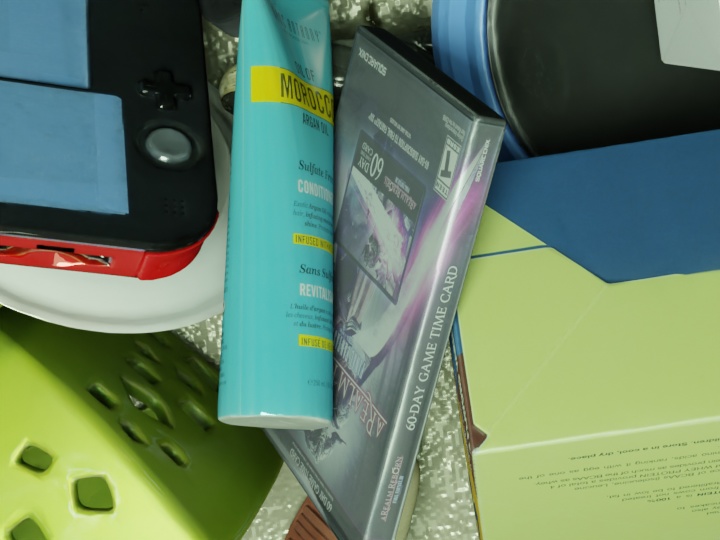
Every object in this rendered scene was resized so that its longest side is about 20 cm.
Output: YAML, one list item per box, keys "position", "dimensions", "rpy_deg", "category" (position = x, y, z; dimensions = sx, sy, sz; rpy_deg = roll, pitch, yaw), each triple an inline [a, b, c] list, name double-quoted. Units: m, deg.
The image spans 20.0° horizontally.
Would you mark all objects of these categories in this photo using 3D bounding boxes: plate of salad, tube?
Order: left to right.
- position: [-0.131, -0.043, 0.940]
  dimensions: [0.198, 0.201, 0.048]
  rpy_deg: [23, 133, -5]
  category: "plate of salad"
- position: [-0.035, -0.032, 0.904]
  dimensions: [0.050, 0.077, 0.202]
  rpy_deg: [-3, 80, 20]
  category: "tube"

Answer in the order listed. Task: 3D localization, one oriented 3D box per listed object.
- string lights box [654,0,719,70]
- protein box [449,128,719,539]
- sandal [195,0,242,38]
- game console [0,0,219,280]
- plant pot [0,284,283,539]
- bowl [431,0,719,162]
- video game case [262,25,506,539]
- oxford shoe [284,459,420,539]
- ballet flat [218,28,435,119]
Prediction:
- position: [0.228, -0.162, 0.925]
  dimensions: [0.198, 0.059, 0.104]
  rpy_deg: [-15, 105, -20]
  category: "string lights box"
- position: [0.141, 0.047, 0.926]
  dimensions: [0.196, 0.201, 0.136]
  rpy_deg: [-8, 62, 2]
  category: "protein box"
- position: [-0.002, -0.179, 0.935]
  dimensions: [0.200, 0.076, 0.043]
  rpy_deg: [-38, 137, 19]
  category: "sandal"
- position: [-0.163, -0.077, 0.894]
  dimensions: [0.198, 0.178, 0.031]
  rpy_deg: [7, 140, -16]
  category: "game console"
- position: [-0.174, 0.096, 0.969]
  dimensions: [0.199, 0.199, 0.182]
  rpy_deg: [-38, 94, 11]
  category: "plant pot"
- position: [0.130, -0.117, 0.946]
  dimensions: [0.199, 0.039, 0.203]
  rpy_deg: [-4, 100, -22]
  category: "bowl"
- position: [0.005, 0.008, 0.895]
  dimensions: [0.019, 0.143, 0.202]
  rpy_deg: [8, 108, -23]
  category: "video game case"
- position: [-0.004, 0.178, 1.059]
  dimensions: [0.073, 0.071, 0.202]
  rpy_deg: [14, 105, -29]
  category: "oxford shoe"
- position: [0.029, -0.104, 0.986]
  dimensions: [0.198, 0.067, 0.057]
  rpy_deg: [-9, 75, -3]
  category: "ballet flat"
